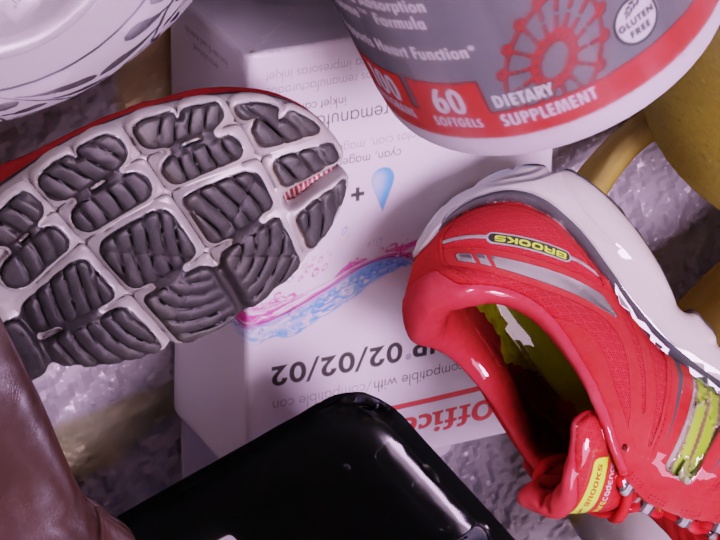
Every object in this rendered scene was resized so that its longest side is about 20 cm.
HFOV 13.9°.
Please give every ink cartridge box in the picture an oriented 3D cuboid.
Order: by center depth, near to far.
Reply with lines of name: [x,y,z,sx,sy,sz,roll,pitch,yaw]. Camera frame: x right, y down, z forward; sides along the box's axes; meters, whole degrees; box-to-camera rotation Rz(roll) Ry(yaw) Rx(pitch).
ink cartridge box: [0.000,0.000,1.007,0.115,0.068,0.200,-11,119,-23]

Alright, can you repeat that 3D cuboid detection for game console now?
game console: [0.005,0.112,1.029,0.200,0.116,0.176,-31,107,38]

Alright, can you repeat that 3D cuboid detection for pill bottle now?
pill bottle: [0.024,-0.140,0.848,0.116,0.116,0.200,-36,128,-9]

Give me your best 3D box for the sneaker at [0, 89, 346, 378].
sneaker: [-0.104,-0.012,0.912,0.200,0.085,0.077,-22,120,3]

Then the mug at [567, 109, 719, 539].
mug: [0.165,0.034,1.064,0.153,0.149,0.187,-52,135,-29]

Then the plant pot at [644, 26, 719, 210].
plant pot: [0.171,-0.090,1.000,0.200,0.200,0.142,-2,139,-28]

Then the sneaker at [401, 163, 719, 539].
sneaker: [0.088,0.060,0.950,0.200,0.077,0.085,44,48,-3]

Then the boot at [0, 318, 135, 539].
boot: [-0.137,0.117,0.852,0.186,0.064,0.200,-61,157,-21]

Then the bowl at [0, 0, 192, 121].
bowl: [-0.117,-0.116,0.843,0.201,0.094,0.201,-5,117,-11]
